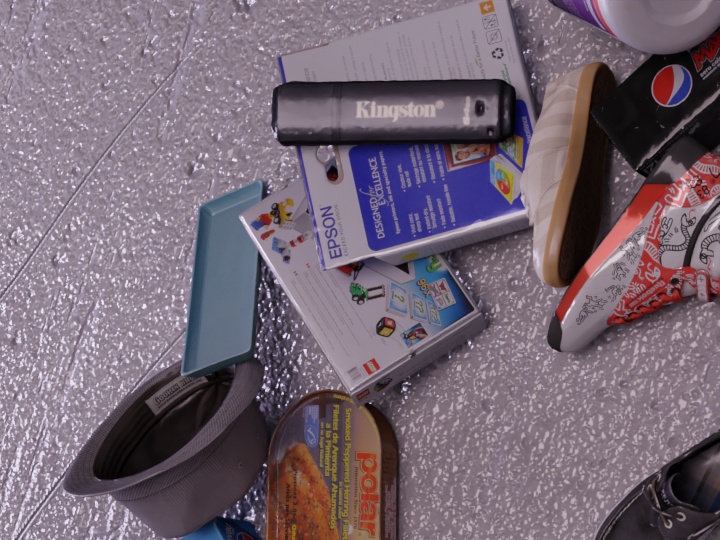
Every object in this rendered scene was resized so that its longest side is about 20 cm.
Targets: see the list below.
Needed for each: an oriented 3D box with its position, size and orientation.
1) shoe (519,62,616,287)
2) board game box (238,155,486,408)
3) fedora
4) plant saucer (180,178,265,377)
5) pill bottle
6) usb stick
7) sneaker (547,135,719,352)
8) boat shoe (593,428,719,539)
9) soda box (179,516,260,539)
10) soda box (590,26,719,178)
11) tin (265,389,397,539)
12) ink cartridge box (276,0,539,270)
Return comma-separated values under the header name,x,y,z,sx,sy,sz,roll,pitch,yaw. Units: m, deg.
name,x,y,z,sx,sy,sz,roll,pitch,yaw
shoe,0.157,-0.074,1.573,0.053,0.070,0.201,-1,57,27
board game box,0.000,0.000,1.665,0.126,0.035,0.200,-31,61,-3
fedora,-0.145,0.154,1.677,0.176,0.090,0.200,-18,26,33
plant saucer,-0.114,0.007,1.723,0.070,0.019,0.200,-21,44,23
pill bottle,0.200,-0.239,1.544,0.113,0.112,0.200,-58,26,7
usb stick,0.025,-0.127,1.621,0.199,0.033,0.056,0,73,13
sneaker,0.232,0.008,1.525,0.108,0.067,0.202,39,112,16
boat shoe,0.246,0.164,1.479,0.200,0.066,0.070,-33,63,21
soda box,-0.165,0.293,1.704,0.200,0.064,0.068,-41,61,17
soda box,0.277,-0.157,1.540,0.200,0.063,0.071,-42,59,16
tin,-0.022,0.199,1.655,0.112,0.042,0.201,-7,75,34
ink cartridge box,0.048,-0.110,1.650,0.199,0.047,0.198,-15,71,10
